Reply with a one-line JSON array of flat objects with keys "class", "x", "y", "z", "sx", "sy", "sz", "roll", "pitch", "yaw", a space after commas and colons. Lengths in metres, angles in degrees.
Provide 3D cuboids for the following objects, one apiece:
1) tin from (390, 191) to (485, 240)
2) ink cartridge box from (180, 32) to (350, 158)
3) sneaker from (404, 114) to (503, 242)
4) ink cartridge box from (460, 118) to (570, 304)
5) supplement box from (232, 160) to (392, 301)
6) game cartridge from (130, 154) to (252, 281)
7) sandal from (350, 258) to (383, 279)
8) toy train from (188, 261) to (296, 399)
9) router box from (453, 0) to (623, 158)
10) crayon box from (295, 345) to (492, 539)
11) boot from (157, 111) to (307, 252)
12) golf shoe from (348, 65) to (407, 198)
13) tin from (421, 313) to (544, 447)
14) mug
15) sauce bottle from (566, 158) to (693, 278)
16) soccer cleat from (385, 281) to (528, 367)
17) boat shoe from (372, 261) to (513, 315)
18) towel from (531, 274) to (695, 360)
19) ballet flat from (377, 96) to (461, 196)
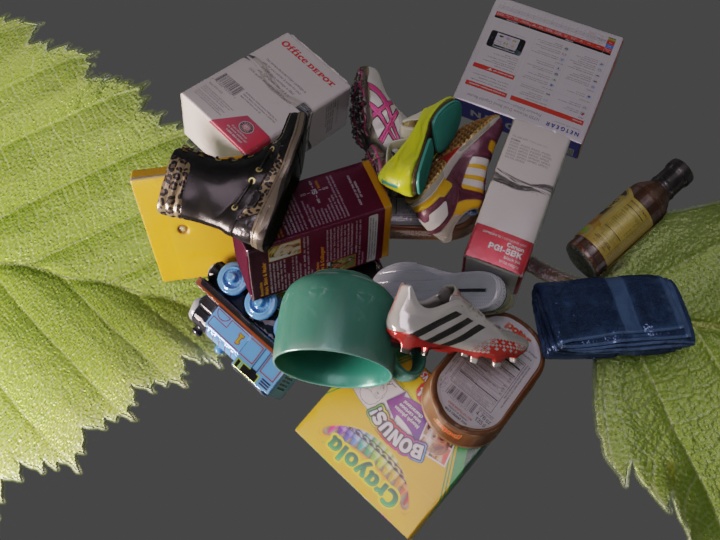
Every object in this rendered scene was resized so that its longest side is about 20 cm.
[{"class": "tin", "x": 0.080, "y": -0.101, "z": 1.300, "sx": 0.196, "sy": 0.042, "sz": 0.114, "roll": 1, "pitch": 76, "yaw": 6}, {"class": "ink cartridge box", "x": -0.132, "y": -0.228, "z": 1.302, "sx": 0.199, "sy": 0.085, "sz": 0.145, "roll": -37, "pitch": 66, "yaw": -27}, {"class": "sneaker", "x": 0.142, "y": -0.127, "z": 1.253, "sx": 0.200, "sy": 0.075, "sz": 0.091, "roll": -48, "pitch": 111, "yaw": -24}, {"class": "ink cartridge box", "x": 0.203, "y": -0.073, "z": 1.219, "sx": 0.082, "sy": 0.147, "sz": 0.203, "roll": 19, "pitch": 75, "yaw": 10}, {"class": "supplement box", "x": -0.065, "y": -0.052, "z": 1.195, "sx": 0.197, "sy": 0.111, "sz": 0.087, "roll": -18, "pitch": 57, "yaw": -13}, {"class": "game cartridge", "x": -0.194, "y": -0.071, "z": 1.250, "sx": 0.196, "sy": 0.179, "sz": 0.033, "roll": -7, "pitch": 40, "yaw": 1}, {"class": "sandal", "x": 0.000, "y": 0.000, "z": 1.269, "sx": 0.075, "sy": 0.045, "sz": 0.201, "roll": -37, "pitch": 72, "yaw": -7}, {"class": "toy train", "x": -0.148, "y": 0.077, "z": 1.240, "sx": 0.199, "sy": 0.087, "sz": 0.115, "roll": 39, "pitch": 85, "yaw": 16}, {"class": "router box", "x": 0.255, "y": -0.282, "z": 1.333, "sx": 0.197, "sy": 0.049, "sz": 0.182, "roll": 23, "pitch": 76, "yaw": 12}, {"class": "crayon box", "x": 0.045, "y": 0.211, "z": 1.188, "sx": 0.199, "sy": 0.058, "sz": 0.173, "roll": 40, "pitch": 80, "yaw": 16}, {"class": "boot", "x": -0.152, "y": -0.127, "z": 1.135, "sx": 0.148, "sy": 0.074, "sz": 0.203, "roll": 14, "pitch": 63, "yaw": 6}, {"class": "golf shoe", "x": 0.037, "y": -0.192, "z": 1.286, "sx": 0.090, "sy": 0.073, "sz": 0.204, "roll": -6, "pitch": 72, "yaw": -18}, {"class": "tin", "x": 0.159, "y": 0.135, "z": 1.167, "sx": 0.112, "sy": 0.042, "sz": 0.200, "roll": 40, "pitch": 55, "yaw": 7}, {"class": "mug", "x": -0.019, "y": 0.074, "z": 1.147, "sx": 0.150, "sy": 0.184, "sz": 0.117, "roll": -9, "pitch": 63, "yaw": 32}, {"class": "sauce bottle", "x": 0.368, "y": -0.074, "z": 1.248, "sx": 0.199, "sy": 0.065, "sz": 0.065, "roll": -40, "pitch": 72, "yaw": -9}, {"class": "soccer cleat", "x": 0.122, "y": 0.062, "z": 1.101, "sx": 0.196, "sy": 0.068, "sz": 0.087, "roll": 9, "pitch": 97, "yaw": -23}, {"class": "boat shoe", "x": 0.104, "y": 0.035, "z": 1.197, "sx": 0.197, "sy": 0.062, "sz": 0.073, "roll": 5, "pitch": 72, "yaw": 36}, {"class": "towel", "x": 0.325, "y": 0.057, "z": 1.190, "sx": 0.196, "sy": 0.049, "sz": 0.113, "roll": -4, "pitch": 56, "yaw": -8}, {"class": "ballet flat", "x": 0.076, "y": -0.170, "z": 1.212, "sx": 0.066, "sy": 0.068, "sz": 0.201, "roll": 8, "pitch": 43, "yaw": 21}]
